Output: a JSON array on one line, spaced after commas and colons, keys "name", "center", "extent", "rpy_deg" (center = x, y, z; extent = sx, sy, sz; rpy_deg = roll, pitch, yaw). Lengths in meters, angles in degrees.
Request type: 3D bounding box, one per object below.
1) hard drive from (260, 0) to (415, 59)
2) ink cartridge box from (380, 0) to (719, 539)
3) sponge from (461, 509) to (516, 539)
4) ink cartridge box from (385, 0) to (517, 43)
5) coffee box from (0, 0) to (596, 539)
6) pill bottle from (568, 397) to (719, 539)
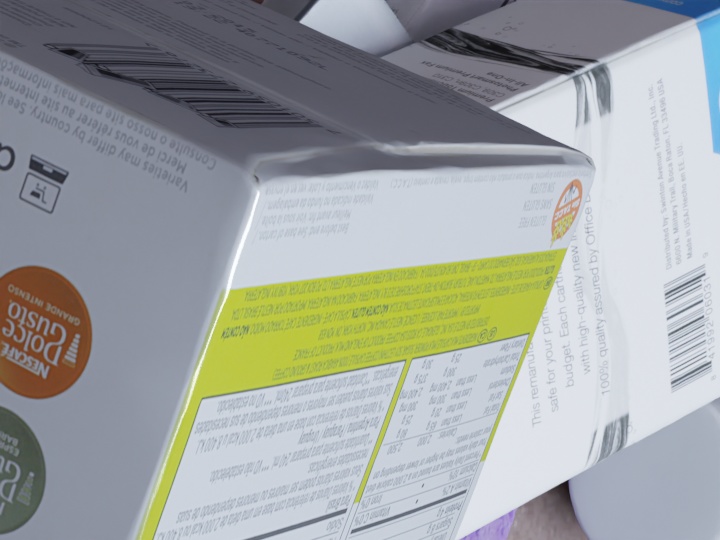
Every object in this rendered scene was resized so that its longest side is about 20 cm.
[{"name": "hard drive", "center": [0.000, 0.000, 0.879], "extent": [0.132, 0.027, 0.200], "rpy_deg": [-50, 128, -14]}, {"name": "ink cartridge box", "center": [0.057, -0.010, 0.847], "extent": [0.200, 0.084, 0.147], "rpy_deg": [-24, 119, -30]}, {"name": "sponge", "center": [-0.019, 0.088, 0.929], "extent": [0.200, 0.030, 0.112], "rpy_deg": [27, 81, -42]}, {"name": "ink cartridge box", "center": [0.081, -0.072, 0.974], "extent": [0.176, 0.045, 0.200], "rpy_deg": [-54, 130, -18]}, {"name": "coffee box", "center": [-0.089, 0.024, 0.659], "extent": [0.200, 0.199, 0.198], "rpy_deg": [-8, 121, -63]}, {"name": "pill bottle", "center": [0.170, 0.086, 1.027], "extent": [0.200, 0.109, 0.110], "rpy_deg": [5, 97, -54]}]
